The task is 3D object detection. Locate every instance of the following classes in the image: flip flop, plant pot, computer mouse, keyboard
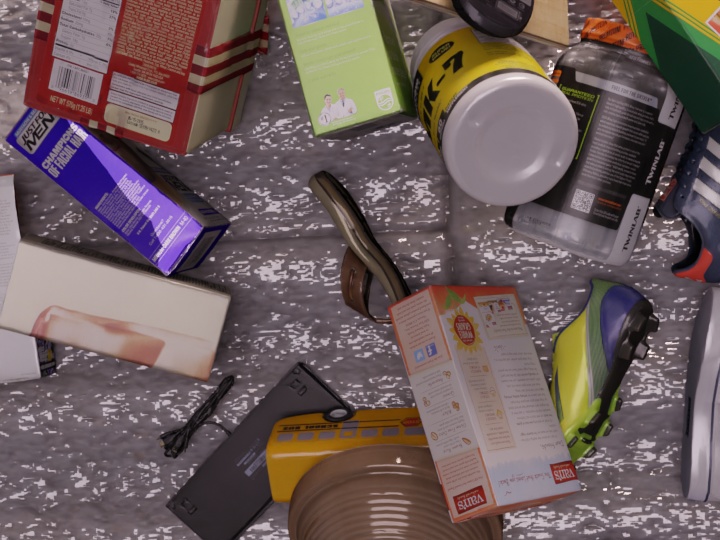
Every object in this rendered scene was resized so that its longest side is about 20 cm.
[{"bbox_3d":[0.000,0.000,1.294,0.057,0.081,0.200,-33,84,5],"label":"flip flop"},{"bbox_3d":[0.031,0.257,1.251,0.200,0.093,0.202,2,131,2],"label":"plant pot"},{"bbox_3d":[0.140,-0.254,1.197,0.140,0.046,0.201,24,53,-19],"label":"computer mouse"},{"bbox_3d":[-0.117,0.168,1.353,0.127,0.021,0.200,43,97,-3],"label":"keyboard"}]

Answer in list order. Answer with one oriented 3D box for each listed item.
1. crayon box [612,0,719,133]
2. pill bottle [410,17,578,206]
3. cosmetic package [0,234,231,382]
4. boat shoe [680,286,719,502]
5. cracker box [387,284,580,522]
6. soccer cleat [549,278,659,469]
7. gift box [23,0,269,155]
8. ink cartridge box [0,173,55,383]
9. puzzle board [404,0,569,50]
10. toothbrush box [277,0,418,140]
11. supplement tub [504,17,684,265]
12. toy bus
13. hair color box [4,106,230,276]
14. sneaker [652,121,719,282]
[{"bbox_3d":[0.322,-0.239,1.189,0.200,0.058,0.173,-33,89,-30],"label":"crayon box"},{"bbox_3d":[0.107,-0.145,1.199,0.114,0.200,0.115,-4,117,-8],"label":"pill bottle"},{"bbox_3d":[-0.228,0.034,1.295,0.199,0.103,0.088,16,93,-7],"label":"cosmetic package"},{"bbox_3d":[0.334,0.114,1.264,0.065,0.074,0.201,3,104,3],"label":"boat shoe"},{"bbox_3d":[0.111,0.115,1.231,0.058,0.134,0.201,-29,70,36],"label":"cracker box"},{"bbox_3d":[0.204,0.102,1.291,0.084,0.065,0.201,34,104,35],"label":"soccer cleat"},{"bbox_3d":[-0.195,-0.207,1.258,0.184,0.187,0.201,22,111,5],"label":"gift box"},{"bbox_3d":[-0.370,0.011,1.365,0.108,0.050,0.201,-6,92,8],"label":"ink cartridge box"},{"bbox_3d":[0.093,-0.282,1.220,0.199,0.017,0.151,14,60,-19],"label":"puzzle board"},{"bbox_3d":[-0.017,-0.225,1.248,0.086,0.146,0.201,-16,91,10],"label":"toothbrush box"},{"bbox_3d":[0.214,-0.115,1.234,0.122,0.123,0.201,20,97,6],"label":"supplement tub"},{"bbox_3d":[0.017,0.171,1.297,0.199,0.078,0.065,-4,110,9],"label":"toy bus"},{"bbox_3d":[-0.226,-0.083,1.307,0.200,0.109,0.065,38,98,4],"label":"hair color box"},{"bbox_3d":[0.305,-0.086,1.246,0.084,0.075,0.201,-6,93,4],"label":"sneaker"}]
